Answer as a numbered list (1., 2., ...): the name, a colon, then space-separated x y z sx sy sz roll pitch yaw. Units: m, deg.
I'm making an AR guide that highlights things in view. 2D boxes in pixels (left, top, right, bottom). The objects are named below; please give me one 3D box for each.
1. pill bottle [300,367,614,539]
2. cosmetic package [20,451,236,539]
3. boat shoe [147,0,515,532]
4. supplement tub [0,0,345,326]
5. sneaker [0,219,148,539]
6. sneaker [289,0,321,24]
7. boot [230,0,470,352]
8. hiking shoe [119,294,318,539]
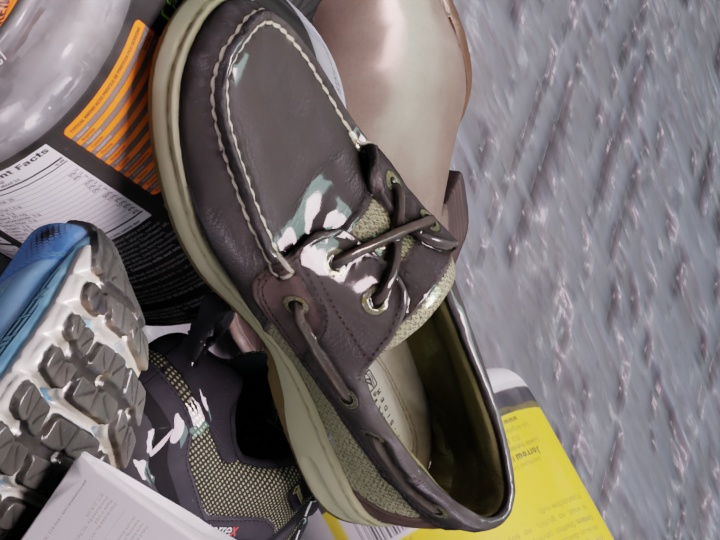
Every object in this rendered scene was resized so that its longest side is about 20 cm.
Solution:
1. pill bottle: 0.055 0.146 1.021 0.200 0.112 0.112 61 22 11
2. cosmetic package: -0.030 0.110 0.775 0.051 0.082 0.200 -56 160 -5
3. boat shoe: 0.000 0.001 0.825 0.072 0.066 0.201 -53 137 -35
4. supplement tub: -0.095 -0.066 0.837 0.200 0.122 0.123 38 53 -59
5. sneaker: -0.133 0.061 0.713 0.200 0.090 0.078 -52 156 -16
6. sneaker: -0.025 -0.129 1.022 0.200 0.071 0.099 -49 168 -53
7. boot: -0.011 -0.037 1.076 0.146 0.070 0.201 -51 129 -49
8. hiking shoe: -0.039 0.082 0.919 0.101 0.076 0.200 -41 153 -4
